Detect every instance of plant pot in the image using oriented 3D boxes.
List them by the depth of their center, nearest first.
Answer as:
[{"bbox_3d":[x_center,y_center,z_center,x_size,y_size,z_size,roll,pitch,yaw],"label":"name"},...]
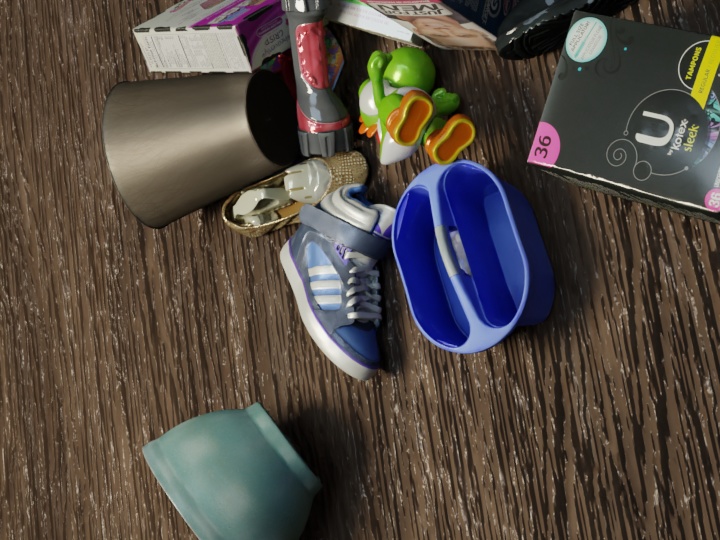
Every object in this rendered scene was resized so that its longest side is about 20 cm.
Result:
[{"bbox_3d":[-0.126,0.231,1.325,0.134,0.201,0.201,-38,60,-6],"label":"plant pot"}]

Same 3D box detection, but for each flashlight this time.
[{"bbox_3d":[-0.048,-0.230,1.348,0.067,0.068,0.202,-5,114,1],"label":"flashlight"}]

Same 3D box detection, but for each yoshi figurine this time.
[{"bbox_3d":[0.055,-0.187,1.284,0.200,0.111,0.114,-130,26,-63],"label":"yoshi figurine"}]

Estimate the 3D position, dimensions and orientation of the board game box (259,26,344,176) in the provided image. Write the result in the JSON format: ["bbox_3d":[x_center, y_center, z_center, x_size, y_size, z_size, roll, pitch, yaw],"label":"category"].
[{"bbox_3d":[-0.110,-0.218,1.458,0.157,0.039,0.202,28,99,35],"label":"board game box"}]

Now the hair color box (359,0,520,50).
[{"bbox_3d":[0.079,-0.282,1.237,0.099,0.199,0.061,9,87,36],"label":"hair color box"}]

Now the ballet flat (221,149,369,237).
[{"bbox_3d":[-0.082,-0.087,1.403,0.199,0.065,0.071,-25,72,30],"label":"ballet flat"}]

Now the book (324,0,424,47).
[{"bbox_3d":[0.032,-0.366,1.345,0.132,0.048,0.202,19,98,17],"label":"book"}]

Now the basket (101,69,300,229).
[{"bbox_3d":[-0.181,-0.157,1.414,0.198,0.136,0.183,-12,95,30],"label":"basket"}]

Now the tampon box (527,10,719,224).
[{"bbox_3d":[0.283,-0.136,1.115,0.199,0.126,0.152,19,93,36],"label":"tampon box"}]

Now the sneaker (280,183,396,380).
[{"bbox_3d":[0.000,0.000,1.322,0.146,0.080,0.201,-44,57,25],"label":"sneaker"}]

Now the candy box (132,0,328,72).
[{"bbox_3d":[-0.154,-0.287,1.425,0.199,0.136,0.062,11,129,44],"label":"candy box"}]

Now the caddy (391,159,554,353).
[{"bbox_3d":[0.110,-0.013,1.230,0.140,0.105,0.202,-27,68,28],"label":"caddy"}]

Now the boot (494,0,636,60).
[{"bbox_3d":[0.202,-0.329,1.231,0.199,0.076,0.170,-28,71,21],"label":"boot"}]
